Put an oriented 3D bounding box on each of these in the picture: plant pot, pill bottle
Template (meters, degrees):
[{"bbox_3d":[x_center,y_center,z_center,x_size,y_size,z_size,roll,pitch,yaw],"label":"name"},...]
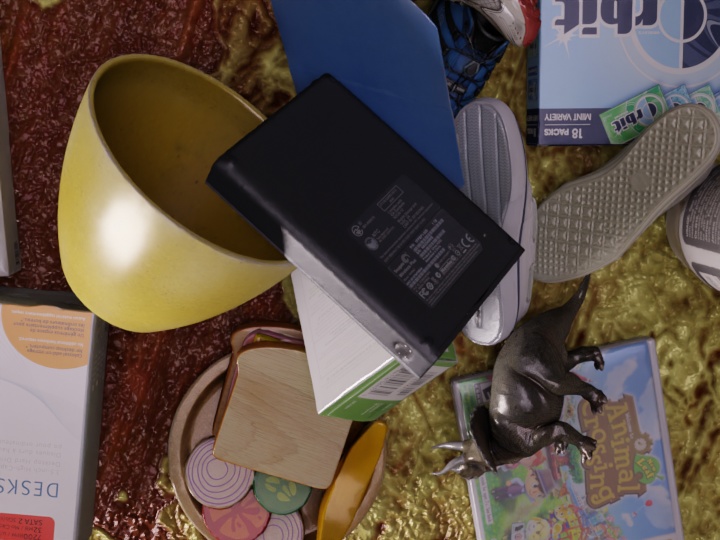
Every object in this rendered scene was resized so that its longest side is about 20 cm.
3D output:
[{"bbox_3d":[-0.145,-0.037,0.805,0.199,0.201,0.142,38,120,-9],"label":"plant pot"},{"bbox_3d":[0.314,-0.031,0.829,0.111,0.200,0.115,-1,98,-5],"label":"pill bottle"}]

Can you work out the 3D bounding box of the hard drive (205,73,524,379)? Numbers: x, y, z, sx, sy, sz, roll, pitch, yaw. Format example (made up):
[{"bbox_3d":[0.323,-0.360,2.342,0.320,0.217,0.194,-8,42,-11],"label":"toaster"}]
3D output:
[{"bbox_3d":[0.007,-0.039,0.762,0.200,0.033,0.140,42,51,4],"label":"hard drive"}]

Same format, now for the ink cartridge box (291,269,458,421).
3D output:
[{"bbox_3d":[0.000,0.000,0.828,0.059,0.104,0.203,11,54,-38],"label":"ink cartridge box"}]

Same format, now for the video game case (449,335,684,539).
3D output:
[{"bbox_3d":[0.181,0.173,0.931,0.179,0.022,0.204,-11,98,-4],"label":"video game case"}]

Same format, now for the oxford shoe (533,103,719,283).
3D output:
[{"bbox_3d":[0.209,-0.057,0.868,0.200,0.058,0.076,-42,77,28],"label":"oxford shoe"}]

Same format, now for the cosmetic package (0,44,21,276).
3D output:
[{"bbox_3d":[-0.316,-0.095,0.835,0.081,0.051,0.204,-4,97,-4],"label":"cosmetic package"}]

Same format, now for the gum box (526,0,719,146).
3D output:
[{"bbox_3d":[0.221,-0.204,0.878,0.167,0.045,0.204,-2,97,-5],"label":"gum box"}]

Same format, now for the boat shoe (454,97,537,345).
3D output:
[{"bbox_3d":[0.106,-0.043,0.866,0.073,0.066,0.203,18,120,33],"label":"boat shoe"}]

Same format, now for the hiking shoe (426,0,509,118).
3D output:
[{"bbox_3d":[0.074,-0.171,0.842,0.073,0.087,0.203,17,96,-17],"label":"hiking shoe"}]

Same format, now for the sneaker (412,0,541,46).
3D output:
[{"bbox_3d":[0.048,-0.220,0.781,0.199,0.078,0.083,41,106,19],"label":"sneaker"}]

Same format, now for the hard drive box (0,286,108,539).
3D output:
[{"bbox_3d":[-0.285,0.118,0.851,0.153,0.077,0.204,5,97,-6],"label":"hard drive box"}]

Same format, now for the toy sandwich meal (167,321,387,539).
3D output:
[{"bbox_3d":[-0.064,0.148,0.879,0.201,0.070,0.209,-1,97,-6],"label":"toy sandwich meal"}]

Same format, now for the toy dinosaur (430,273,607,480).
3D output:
[{"bbox_3d":[0.142,0.094,0.868,0.101,0.077,0.203,20,97,-14],"label":"toy dinosaur"}]

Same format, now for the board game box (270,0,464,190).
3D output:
[{"bbox_3d":[0.015,-0.146,0.804,0.039,0.156,0.202,-45,139,-30],"label":"board game box"}]
